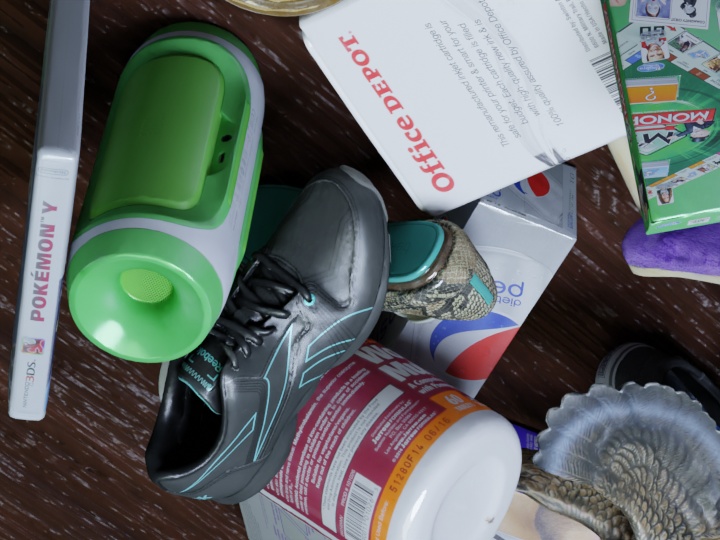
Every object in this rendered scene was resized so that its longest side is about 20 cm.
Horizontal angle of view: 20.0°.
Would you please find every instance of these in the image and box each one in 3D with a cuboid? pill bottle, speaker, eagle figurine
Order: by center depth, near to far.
[{"bbox_3d":[-0.100,-0.046,1.082,0.087,0.201,0.089,3,131,4],"label":"speaker"},{"bbox_3d":[-0.015,0.090,1.161,0.199,0.109,0.110,29,140,31],"label":"pill bottle"},{"bbox_3d":[0.163,0.148,1.198,0.151,0.151,0.201,-33,91,14],"label":"eagle figurine"}]

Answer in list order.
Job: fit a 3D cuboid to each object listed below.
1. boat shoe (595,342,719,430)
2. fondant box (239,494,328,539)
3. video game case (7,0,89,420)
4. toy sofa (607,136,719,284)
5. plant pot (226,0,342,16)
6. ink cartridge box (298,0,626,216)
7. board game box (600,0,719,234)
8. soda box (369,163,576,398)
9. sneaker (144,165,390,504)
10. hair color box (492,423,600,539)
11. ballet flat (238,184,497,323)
[{"bbox_3d":[0.227,0.117,1.263,0.200,0.070,0.066,49,158,-23],"label":"boat shoe"},{"bbox_3d":[0.000,0.174,1.259,0.058,0.200,0.145,-34,145,-19],"label":"fondant box"},{"bbox_3d":[-0.165,-0.055,1.083,0.023,0.201,0.183,6,132,-10],"label":"video game case"},{"bbox_3d":[0.219,-0.045,1.055,0.199,0.098,0.083,15,148,43],"label":"toy sofa"},{"bbox_3d":[-0.026,-0.212,0.934,0.184,0.201,0.188,3,130,3],"label":"plant pot"},{"bbox_3d":[0.088,-0.135,1.061,0.199,0.084,0.146,-22,124,22],"label":"ink cartridge box"},{"bbox_3d":[0.219,-0.101,0.958,0.198,0.136,0.029,-10,170,1],"label":"board game box"},{"bbox_3d":[0.058,0.019,1.208,0.063,0.069,0.201,20,129,-11],"label":"soda box"},{"bbox_3d":[-0.049,0.038,1.074,0.075,0.079,0.201,32,104,31],"label":"sneaker"},{"bbox_3d":[0.129,0.174,1.336,0.198,0.065,0.110,19,130,-12],"label":"hair color box"},{"bbox_3d":[0.000,0.000,1.152,0.199,0.068,0.075,12,155,48],"label":"ballet flat"}]
